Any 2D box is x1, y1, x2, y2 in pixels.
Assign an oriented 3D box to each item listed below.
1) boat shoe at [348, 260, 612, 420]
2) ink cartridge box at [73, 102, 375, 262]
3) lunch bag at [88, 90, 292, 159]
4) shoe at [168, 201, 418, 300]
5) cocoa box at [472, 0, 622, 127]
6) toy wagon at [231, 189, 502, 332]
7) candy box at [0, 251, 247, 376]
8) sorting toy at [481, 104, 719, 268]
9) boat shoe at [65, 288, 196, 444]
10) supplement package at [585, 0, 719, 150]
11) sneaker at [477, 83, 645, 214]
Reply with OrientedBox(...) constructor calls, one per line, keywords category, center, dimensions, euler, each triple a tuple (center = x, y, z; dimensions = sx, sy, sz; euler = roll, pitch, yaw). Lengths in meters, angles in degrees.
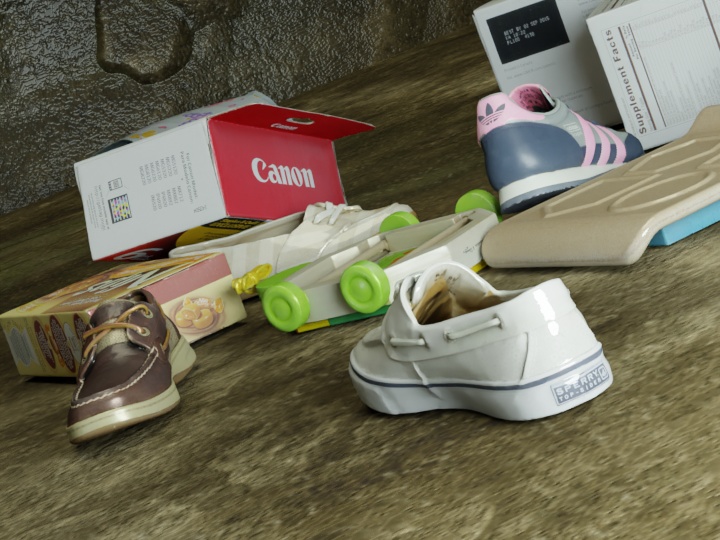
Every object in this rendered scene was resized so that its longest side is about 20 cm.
OrientedBox(category="boat shoe", center=(0.046, 0.028, 0.960), dimensions=(0.071, 0.070, 0.200), euler=(-25, 10, -22))
OrientedBox(category="ink cartridge box", center=(-0.097, -0.065, 1.593), dimensions=(0.175, 0.084, 0.200), euler=(-17, -9, 28))
OrientedBox(category="lunch bag", center=(-0.173, -0.103, 2.052), dimensions=(0.169, 0.128, 0.200), euler=(-24, 0, -28))
OrientedBox(category="shoe", center=(-0.054, -0.018, 1.502), dimensions=(0.199, 0.054, 0.070), euler=(-19, 9, 14))
OrientedBox(category="cocoa box", center=(0.224, -0.202, 1.688), dimensions=(0.199, 0.134, 0.131), euler=(-15, 10, 33))
OrientedBox(category="toy wagon", center=(0.000, 0.000, 1.325), dimensions=(0.200, 0.040, 0.155), euler=(-15, 11, 39))
OrientedBox(category="candy box", center=(-0.180, 0.034, 1.474), dimensions=(0.115, 0.055, 0.200), euler=(-25, 10, -27))
OrientedBox(category="sorting toy", center=(0.194, -0.050, 1.214), dimensions=(0.200, 0.037, 0.185), euler=(-30, 12, -23))
OrientedBox(category="boat shoe", center=(-0.151, 0.053, 1.246), dimensions=(0.072, 0.072, 0.200), euler=(-19, 9, 11))
OrientedBox(category="supplement package", center=(0.286, -0.180, 1.488), dimensions=(0.199, 0.114, 0.110), euler=(-17, 11, 20))
OrientedBox(category="sneaker", center=(0.140, -0.094, 1.370), dimensions=(0.070, 0.082, 0.200), euler=(-23, -2, 26))
